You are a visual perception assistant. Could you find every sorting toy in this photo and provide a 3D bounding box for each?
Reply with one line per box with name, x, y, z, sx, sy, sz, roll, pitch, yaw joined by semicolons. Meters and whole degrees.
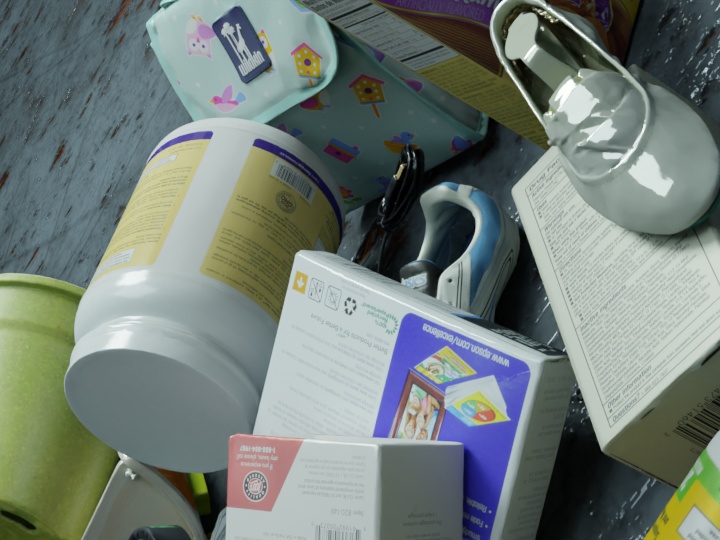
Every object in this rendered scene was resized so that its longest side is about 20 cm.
sorting toy;-0.160;0.191;1.160;0.201;0.107;0.180;-63;16;16

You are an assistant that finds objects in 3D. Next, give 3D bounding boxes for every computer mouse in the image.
computer mouse;0.000;0.000;1.035;0.059;0.034;0.201;-89;15;-53

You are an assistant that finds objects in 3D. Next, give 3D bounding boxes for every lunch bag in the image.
lunch bag;-0.027;-0.145;1.095;0.170;0.200;0.122;-25;41;48

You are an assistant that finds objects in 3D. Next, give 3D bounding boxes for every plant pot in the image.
plant pot;-0.263;0.137;1.237;0.200;0.200;0.185;-40;29;37

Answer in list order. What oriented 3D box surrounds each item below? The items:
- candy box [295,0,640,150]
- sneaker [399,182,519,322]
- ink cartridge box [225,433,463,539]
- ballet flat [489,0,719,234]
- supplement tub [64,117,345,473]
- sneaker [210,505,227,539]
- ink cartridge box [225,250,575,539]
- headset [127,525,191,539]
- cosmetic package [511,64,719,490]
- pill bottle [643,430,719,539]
candy box;0.069;-0.168;0.957;0.056;0.200;0.117;-9;58;56
sneaker;0.046;0.041;0.955;0.072;0.072;0.201;-23;48;48
ink cartridge box;-0.011;0.187;0.837;0.116;0.067;0.201;-2;85;45
ballet flat;0.110;-0.083;0.805;0.070;0.069;0.200;-53;30;18
supplement tub;-0.100;0.015;1.056;0.145;0.145;0.200;-33;29;44
sneaker;-0.057;0.150;1.033;0.201;0.075;0.088;-64;27;-3
ink cartridge box;0.014;0.111;0.894;0.198;0.043;0.201;23;102;43
headset;-0.125;0.253;0.965;0.124;0.094;0.201;129;133;-55
cosmetic package;0.151;0.001;0.807;0.104;0.073;0.200;-46;32;27
pill bottle;0.136;0.172;0.645;0.200;0.111;0.111;-58;28;10
